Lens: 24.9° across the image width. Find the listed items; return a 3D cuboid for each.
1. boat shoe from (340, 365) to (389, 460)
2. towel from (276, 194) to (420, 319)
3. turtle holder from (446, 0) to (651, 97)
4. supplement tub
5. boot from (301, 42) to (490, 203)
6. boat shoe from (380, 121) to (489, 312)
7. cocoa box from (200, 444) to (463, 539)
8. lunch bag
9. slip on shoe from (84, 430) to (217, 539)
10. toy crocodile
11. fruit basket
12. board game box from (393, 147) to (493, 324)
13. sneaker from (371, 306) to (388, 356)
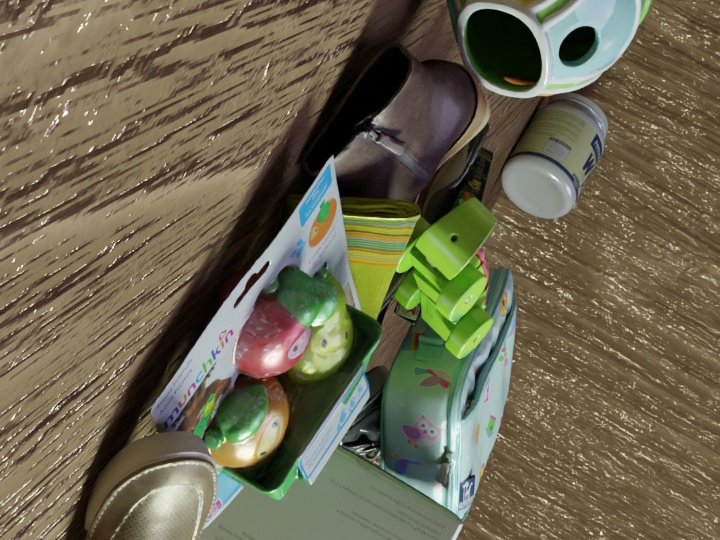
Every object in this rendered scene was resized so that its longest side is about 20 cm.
[{"bbox_3d":[0.006,0.125,1.356,0.070,0.067,0.200,-34,176,4],"label":"boat shoe"},{"bbox_3d":[-0.020,0.009,1.088,0.201,0.085,0.018,109,-19,-60],"label":"towel"},{"bbox_3d":[0.125,-0.199,1.081,0.132,0.140,0.186,-55,173,-34],"label":"turtle holder"},{"bbox_3d":[0.356,-0.210,2.950,0.201,0.144,0.145,-57,173,-31],"label":"supplement tub"},{"bbox_3d":[-0.006,-0.061,1.064,0.200,0.072,0.166,-50,160,14],"label":"boot"},{"bbox_3d":[0.022,-0.048,1.229,0.201,0.073,0.076,-60,-174,-15],"label":"boat shoe"},{"bbox_3d":[-0.039,0.191,1.192,0.134,0.199,0.131,-61,175,-4],"label":"cocoa box"},{"bbox_3d":[0.073,0.094,1.311,0.201,0.076,0.162,-64,161,-51],"label":"lunch bag"},{"bbox_3d":[-0.127,0.173,0.926,0.075,0.061,0.201,2,134,-34],"label":"slip on shoe"},{"bbox_3d":[0.063,0.006,1.127,0.062,0.067,0.200,-44,161,-11],"label":"toy crocodile"},{"bbox_3d":[-0.051,0.053,0.979,0.186,0.093,0.201,-55,166,-22],"label":"fruit basket"},{"bbox_3d":[0.069,-0.033,1.300,0.106,0.023,0.200,-64,180,17],"label":"board game box"},{"bbox_3d":[0.000,0.000,1.308,0.100,0.070,0.201,101,14,-59],"label":"sneaker"}]
